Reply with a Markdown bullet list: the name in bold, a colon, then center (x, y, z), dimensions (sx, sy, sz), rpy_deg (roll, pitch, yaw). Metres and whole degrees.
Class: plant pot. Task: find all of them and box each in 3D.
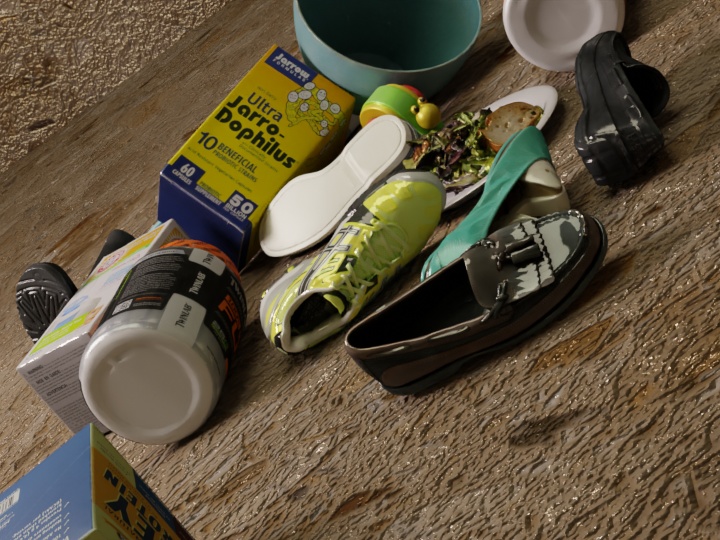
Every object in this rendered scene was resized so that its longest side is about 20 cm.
- **plant pot**: center (0.019, -0.243, 1.854), dimensions (0.200, 0.200, 0.135), rpy_deg (-51, -13, -35)

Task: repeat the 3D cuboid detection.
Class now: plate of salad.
- **plate of salad**: center (0.090, -0.110, 1.553), dimensions (0.200, 0.048, 0.200), rpy_deg (-36, 18, 13)

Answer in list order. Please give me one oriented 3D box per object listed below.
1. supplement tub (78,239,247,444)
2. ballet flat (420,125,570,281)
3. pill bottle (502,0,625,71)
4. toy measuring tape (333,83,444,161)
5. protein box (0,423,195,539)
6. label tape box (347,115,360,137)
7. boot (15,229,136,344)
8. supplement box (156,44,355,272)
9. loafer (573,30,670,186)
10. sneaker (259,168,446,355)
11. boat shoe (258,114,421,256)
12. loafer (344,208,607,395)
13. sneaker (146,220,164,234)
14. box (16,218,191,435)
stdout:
- **supplement tub**: center (-0.170, 0.056, 1.538), dimensions (0.122, 0.123, 0.200), rpy_deg (-32, 18, 21)
- **ballet flat**: center (0.119, -0.037, 1.302), dimensions (0.070, 0.067, 0.200), rpy_deg (5, 42, 33)
- **pill bottle**: center (0.197, -0.274, 1.640), dimensions (0.111, 0.111, 0.200), rpy_deg (-32, 18, 23)
- **toy measuring tape**: center (0.015, -0.150, 1.772), dimensions (0.074, 0.074, 0.200), rpy_deg (-48, 19, -27)
- **protein box**: center (-0.208, 0.237, 1.128), dimensions (0.198, 0.135, 0.200), rpy_deg (-38, 17, 1)
- **label tape box**: center (-0.047, -0.191, 2.023), dimensions (0.143, 0.066, 0.200), rpy_deg (-19, 23, 48)
- **boot**: center (-0.283, 0.016, 1.833), dimensions (0.066, 0.165, 0.200), rpy_deg (1, 33, 20)
- **supplement box**: center (-0.109, -0.116, 1.794), dimensions (0.200, 0.109, 0.110), rpy_deg (-52, -9, -25)
- **loafer**: center (0.208, -0.134, 1.341), dimensions (0.070, 0.068, 0.201), rpy_deg (-24, 26, 21)
- **sneaker**: center (0.000, 0.000, 1.436), dimensions (0.200, 0.075, 0.076), rpy_deg (-46, 22, 13)
- **boat shoe**: center (-0.015, -0.075, 1.697), dimensions (0.200, 0.073, 0.062), rpy_deg (-40, -28, 22)
- **loafer**: center (0.077, 0.019, 1.188), dimensions (0.200, 0.063, 0.072), rpy_deg (-36, 46, 22)
- **sneaker**: center (-0.183, -0.032, 1.881), dimensions (0.200, 0.080, 0.131), rpy_deg (-55, -1, -22)
- **box**: center (-0.228, 0.057, 1.693), dimensions (0.112, 0.101, 0.200), rpy_deg (-26, 21, 35)
